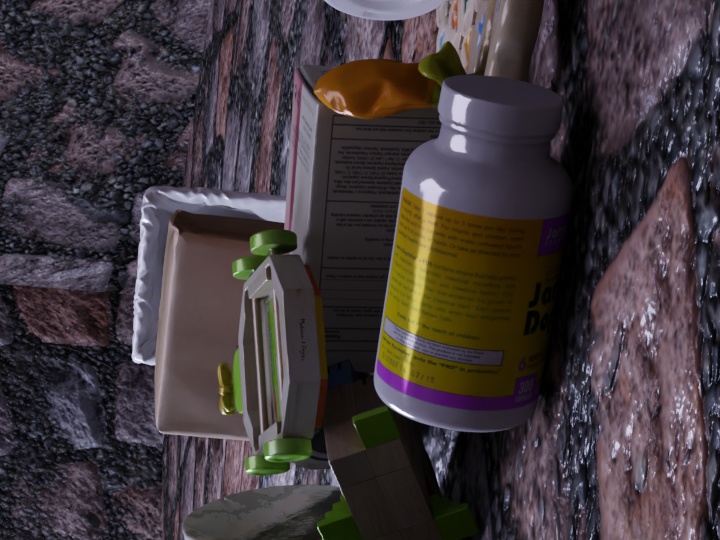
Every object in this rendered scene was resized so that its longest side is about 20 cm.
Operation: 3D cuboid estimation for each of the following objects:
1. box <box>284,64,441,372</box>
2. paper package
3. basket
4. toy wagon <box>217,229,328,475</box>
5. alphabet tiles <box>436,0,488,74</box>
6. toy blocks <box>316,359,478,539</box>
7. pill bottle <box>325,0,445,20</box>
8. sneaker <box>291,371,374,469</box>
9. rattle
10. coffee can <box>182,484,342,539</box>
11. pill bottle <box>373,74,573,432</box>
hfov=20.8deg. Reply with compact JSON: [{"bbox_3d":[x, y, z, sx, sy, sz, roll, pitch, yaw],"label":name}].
[{"bbox_3d":[0.014,-0.038,1.410,0.109,0.127,0.201,-118,32,-67],"label":"box"},{"bbox_3d":[-0.098,0.055,1.870,0.103,0.190,0.201,-115,32,-75],"label":"paper package"},{"bbox_3d":[-0.156,0.009,2.212,0.161,0.197,0.201,-161,76,-82],"label":"basket"},{"bbox_3d":[-0.064,0.064,1.378,0.200,0.039,0.156,135,132,-70],"label":"toy wagon"},{"bbox_3d":[0.085,-0.221,1.455,0.200,0.015,0.196,118,154,-67],"label":"alphabet tiles"},{"bbox_3d":[0.019,0.137,1.373,0.137,0.100,0.200,-101,-10,-56],"label":"toy blocks"},{"bbox_3d":[0.020,-0.304,1.510,0.111,0.111,0.201,115,158,-64],"label":"pill bottle"},{"bbox_3d":[0.004,0.107,1.503,0.079,0.078,0.200,-49,-18,15],"label":"sneaker"},{"bbox_3d":[0.059,-0.171,1.244,0.200,0.142,0.130,97,-162,-68],"label":"rattle"},{"bbox_3d":[-0.053,0.279,1.475,0.146,0.146,0.201,-132,35,-77],"label":"coffee can"},{"bbox_3d":[0.071,-0.012,1.181,0.104,0.104,0.201,-112,29,-69],"label":"pill bottle"}]
